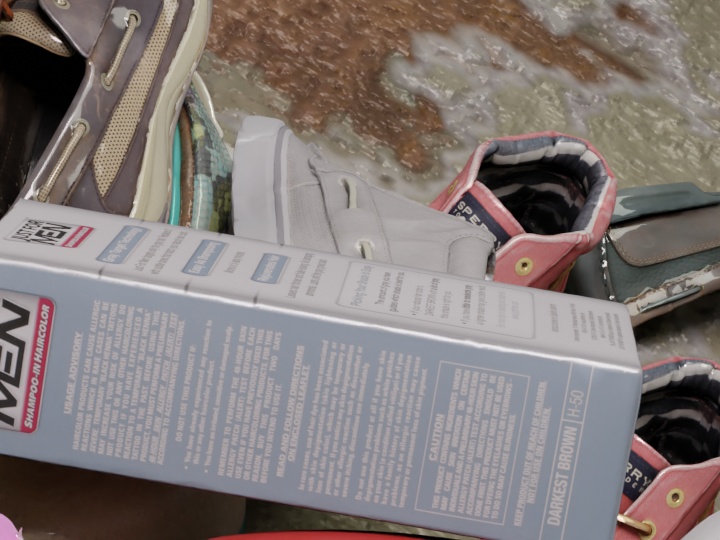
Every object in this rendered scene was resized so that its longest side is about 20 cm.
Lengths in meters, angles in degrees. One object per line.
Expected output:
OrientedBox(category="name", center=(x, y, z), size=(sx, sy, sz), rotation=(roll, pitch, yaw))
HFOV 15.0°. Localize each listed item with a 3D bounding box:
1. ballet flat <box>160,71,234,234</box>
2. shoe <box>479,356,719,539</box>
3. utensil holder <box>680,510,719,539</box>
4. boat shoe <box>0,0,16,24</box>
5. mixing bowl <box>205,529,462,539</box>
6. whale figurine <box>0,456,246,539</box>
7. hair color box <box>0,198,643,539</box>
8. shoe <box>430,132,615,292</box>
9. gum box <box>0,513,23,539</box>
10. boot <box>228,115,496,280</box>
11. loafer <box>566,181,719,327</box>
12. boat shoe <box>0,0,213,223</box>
OrientedBox(category="ballet flat", center=(-0.080, -0.054, 1.107), size=(0.071, 0.069, 0.201), rotation=(21, 34, -40))
OrientedBox(category="shoe", center=(0.076, 0.099, 1.002), size=(0.071, 0.091, 0.200), rotation=(33, 35, 22))
OrientedBox(category="utensil holder", center=(0.125, 0.182, 0.889), size=(0.170, 0.170, 0.200), rotation=(39, 37, 11))
OrientedBox(category="boat shoe", center=(-0.157, -0.109, 0.988), size=(0.070, 0.071, 0.201), rotation=(-6, 41, 1))
OrientedBox(category="mixing bowl", center=(-0.037, 0.154, 0.790), size=(0.108, 0.201, 0.201), rotation=(22, 38, -5))
OrientedBox(category="whale figurine", center=(-0.135, 0.079, 0.909), size=(0.199, 0.104, 0.159), rotation=(13, 33, 18))
OrientedBox(category="hair color box", center=(-0.019, 0.030, 0.826), size=(0.199, 0.061, 0.099), rotation=(10, 10, 1))
OrientedBox(category="shoe", center=(0.022, 0.007, 1.065), size=(0.071, 0.091, 0.200), rotation=(44, 40, 17))
OrientedBox(category="gum box", center=(-0.146, 0.162, 0.718), size=(0.113, 0.066, 0.201), rotation=(-7, 95, -37))
OrientedBox(category="boot", center=(0.000, 0.000, 0.975), size=(0.095, 0.074, 0.200), rotation=(3, 24, -4))
OrientedBox(category="loafer", center=(0.173, -0.005, 1.224), size=(0.199, 0.072, 0.063), rotation=(-7, 70, -30))
OrientedBox(category="boat shoe", center=(-0.107, -0.085, 1.043), size=(0.073, 0.074, 0.201), rotation=(33, 50, -46))
